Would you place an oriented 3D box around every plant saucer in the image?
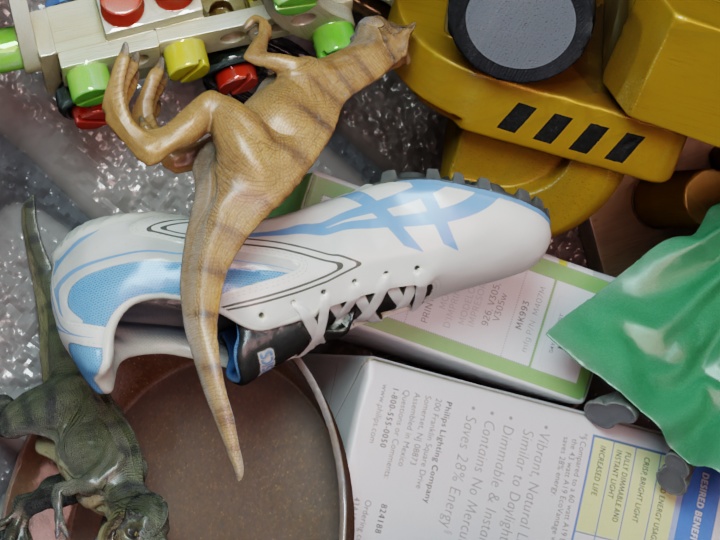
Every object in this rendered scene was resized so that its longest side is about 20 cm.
[{"bbox_3d":[-0.073,0.115,0.991,0.034,0.199,0.202,20,84,-48],"label":"plant saucer"}]

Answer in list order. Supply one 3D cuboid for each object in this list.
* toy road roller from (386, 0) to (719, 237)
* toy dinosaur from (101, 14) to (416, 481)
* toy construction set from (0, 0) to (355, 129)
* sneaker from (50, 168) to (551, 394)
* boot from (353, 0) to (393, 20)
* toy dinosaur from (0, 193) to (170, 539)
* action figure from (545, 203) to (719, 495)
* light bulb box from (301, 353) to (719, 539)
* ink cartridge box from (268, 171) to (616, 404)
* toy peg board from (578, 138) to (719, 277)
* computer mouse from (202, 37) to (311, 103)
[{"bbox_3d":[0.107,-0.080,0.985,0.199,0.123,0.147,16,126,-4],"label":"toy road roller"},{"bbox_3d":[-0.045,-0.038,0.885,0.106,0.061,0.201,24,62,12],"label":"toy dinosaur"},{"bbox_3d":[-0.081,-0.118,0.963,0.198,0.131,0.093,1,72,-3],"label":"toy construction set"},{"bbox_3d":[-0.020,0.007,0.939,0.198,0.072,0.073,-9,67,-9],"label":"sneaker"},{"bbox_3d":[0.071,-0.164,1.060,0.199,0.073,0.156,21,81,2],"label":"boot"},{"bbox_3d":[-0.132,0.069,1.008,0.088,0.201,0.047,-42,141,20],"label":"toy dinosaur"},{"bbox_3d":[0.175,0.005,1.025,0.118,0.055,0.200,44,63,-1],"label":"action figure"},{"bbox_3d":[0.053,0.153,1.047,0.199,0.125,0.200,15,85,-17],"label":"light bulb box"},{"bbox_3d":[0.000,0.000,1.041,0.199,0.104,0.060,18,85,-16],"label":"ink cartridge box"},{"bbox_3d":[0.199,-0.070,1.105,0.199,0.098,0.201,-17,95,-16],"label":"toy peg board"},{"bbox_3d":[-0.091,-0.125,1.056,0.200,0.034,0.059,41,62,-18],"label":"computer mouse"}]
